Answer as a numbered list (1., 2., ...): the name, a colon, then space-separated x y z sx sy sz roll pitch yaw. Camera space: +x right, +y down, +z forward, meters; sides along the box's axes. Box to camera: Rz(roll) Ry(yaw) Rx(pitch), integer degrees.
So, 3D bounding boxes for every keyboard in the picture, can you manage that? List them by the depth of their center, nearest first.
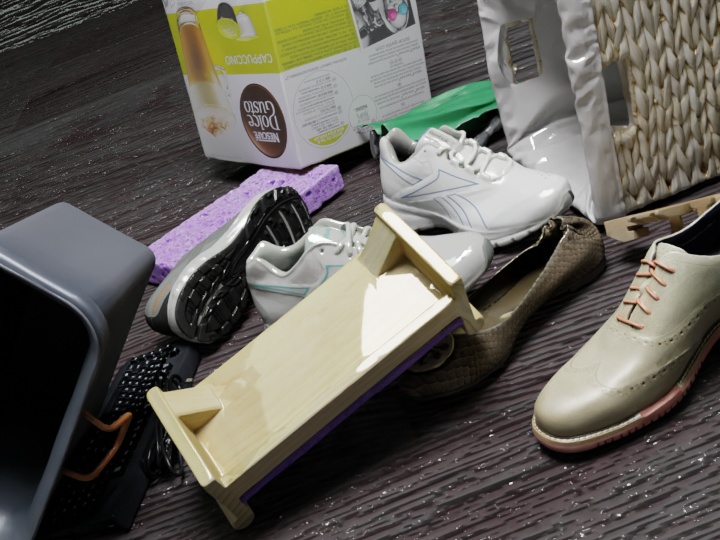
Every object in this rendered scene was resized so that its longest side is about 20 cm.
1. keyboard: -0.166 0.105 0.679 0.103 0.040 0.201 -14 29 13

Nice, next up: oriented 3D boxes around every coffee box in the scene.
1. coffee box: -0.067 -0.240 1.042 0.199 0.200 0.199 -27 25 -33

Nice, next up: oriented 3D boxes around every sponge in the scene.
1. sponge: -0.119 -0.048 0.937 0.111 0.030 0.200 10 39 45

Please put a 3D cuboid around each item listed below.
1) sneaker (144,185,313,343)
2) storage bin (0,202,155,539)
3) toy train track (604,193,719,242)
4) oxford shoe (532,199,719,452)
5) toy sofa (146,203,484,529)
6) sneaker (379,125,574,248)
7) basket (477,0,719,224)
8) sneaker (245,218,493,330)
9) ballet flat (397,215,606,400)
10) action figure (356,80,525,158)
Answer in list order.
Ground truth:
1. sneaker: -0.113 -0.012 0.823 0.079 0.075 0.200 -6 28 42
2. storage bin: -0.208 0.059 0.618 0.144 0.201 0.135 27 27 1
3. toy train track: 0.251 -0.038 0.607 0.114 0.033 0.199 -14 0 -42
4. oxford shoe: 0.170 0.023 0.547 0.199 0.074 0.071 -39 31 -15
5. toy sofa: -0.022 0.064 0.587 0.199 0.098 0.083 -39 53 -8
6. sneaker: 0.084 -0.074 0.782 0.199 0.088 0.074 9 37 42
7. basket: 0.206 -0.176 0.765 0.159 0.200 0.200 -20 26 -4
8. sneaker: 0.000 0.000 0.696 0.198 0.081 0.071 -15 25 23
9. ballet flat: 0.098 0.019 0.645 0.199 0.047 0.067 -35 30 -26
10. action figure: 0.107 -0.157 0.955 0.198 0.055 0.118 -19 25 -13
